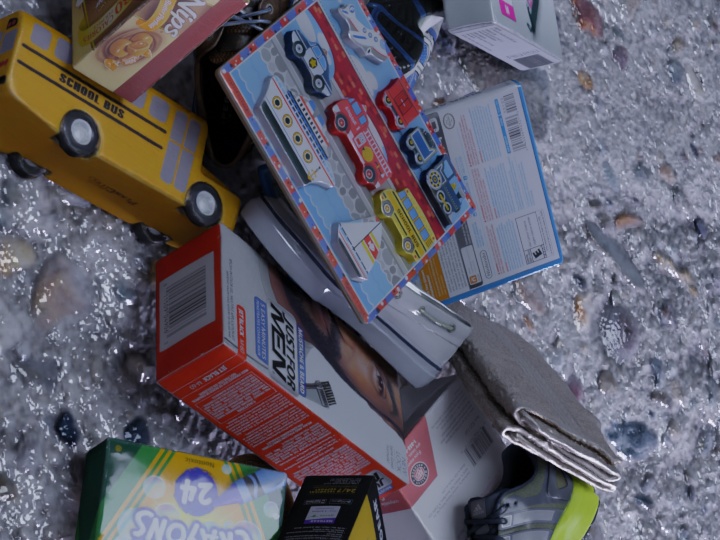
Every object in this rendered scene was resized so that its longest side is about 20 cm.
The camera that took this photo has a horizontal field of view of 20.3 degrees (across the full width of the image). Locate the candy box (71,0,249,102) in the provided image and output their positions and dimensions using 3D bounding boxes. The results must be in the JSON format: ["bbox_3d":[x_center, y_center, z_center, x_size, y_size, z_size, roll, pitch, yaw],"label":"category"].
[{"bbox_3d":[-0.135,-0.221,1.318,0.055,0.115,0.201,30,38,-35],"label":"candy box"}]

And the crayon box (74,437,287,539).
[{"bbox_3d":[-0.122,0.218,1.279,0.125,0.052,0.201,13,69,-21],"label":"crayon box"}]

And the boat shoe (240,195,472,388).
[{"bbox_3d":[0.000,0.000,1.407,0.067,0.074,0.200,-44,124,5],"label":"boat shoe"}]

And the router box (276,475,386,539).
[{"bbox_3d":[-0.016,0.260,1.319,0.157,0.052,0.201,-64,148,-58],"label":"router box"}]

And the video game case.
[{"bbox_3d":[0.039,-0.040,1.451,0.199,0.018,0.144,-19,111,-10],"label":"video game case"}]

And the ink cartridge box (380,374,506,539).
[{"bbox_3d":[0.075,0.193,1.499,0.116,0.067,0.200,-46,110,-41],"label":"ink cartridge box"}]

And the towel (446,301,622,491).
[{"bbox_3d":[0.115,0.083,1.507,0.132,0.035,0.200,31,14,-37],"label":"towel"}]

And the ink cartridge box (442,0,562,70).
[{"bbox_3d":[0.106,-0.262,1.617,0.200,0.043,0.174,8,73,-69],"label":"ink cartridge box"}]

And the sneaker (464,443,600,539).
[{"bbox_3d":[0.100,0.204,1.432,0.081,0.074,0.200,46,44,-17],"label":"sneaker"}]

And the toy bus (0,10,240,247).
[{"bbox_3d":[-0.169,-0.087,1.331,0.200,0.065,0.079,30,58,-36],"label":"toy bus"}]

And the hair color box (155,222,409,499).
[{"bbox_3d":[-0.052,0.071,1.369,0.200,0.064,0.111,41,30,-38],"label":"hair color box"}]

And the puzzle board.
[{"bbox_3d":[-0.003,-0.086,1.361,0.151,0.017,0.200,-46,113,-42],"label":"puzzle board"}]

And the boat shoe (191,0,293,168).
[{"bbox_3d":[-0.078,-0.163,1.366,0.072,0.072,0.201,-99,-169,-62],"label":"boat shoe"}]

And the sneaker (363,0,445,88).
[{"bbox_3d":[0.019,-0.180,1.549,0.075,0.077,0.200,26,37,3],"label":"sneaker"}]

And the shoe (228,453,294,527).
[{"bbox_3d":[-0.077,0.225,1.355,0.070,0.053,0.201,2,71,-10],"label":"shoe"}]

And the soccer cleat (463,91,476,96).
[{"bbox_3d":[0.078,-0.070,1.565,0.067,0.076,0.200,52,49,-22],"label":"soccer cleat"}]
